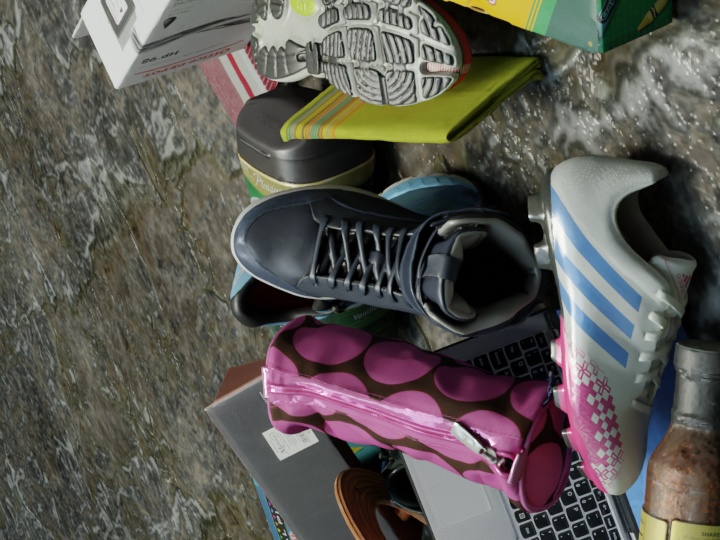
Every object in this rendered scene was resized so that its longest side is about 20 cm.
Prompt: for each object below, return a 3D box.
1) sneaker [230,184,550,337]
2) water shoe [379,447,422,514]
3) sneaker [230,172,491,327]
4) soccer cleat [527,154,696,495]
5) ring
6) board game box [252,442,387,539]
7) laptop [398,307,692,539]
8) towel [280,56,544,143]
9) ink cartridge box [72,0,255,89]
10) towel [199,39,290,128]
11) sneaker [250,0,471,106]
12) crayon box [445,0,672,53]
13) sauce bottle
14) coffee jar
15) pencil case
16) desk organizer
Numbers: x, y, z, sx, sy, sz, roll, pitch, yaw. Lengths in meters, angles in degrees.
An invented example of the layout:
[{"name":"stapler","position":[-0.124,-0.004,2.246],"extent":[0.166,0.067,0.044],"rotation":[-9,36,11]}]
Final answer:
[{"name":"sneaker","position":[0.016,-0.009,0.959],"extent":[0.146,0.201,0.078],"rotation":[-57,-24,-88]},{"name":"water shoe","position":[0.042,0.134,1.187],"extent":[0.199,0.079,0.072],"rotation":[18,127,55]},{"name":"sneaker","position":[0.000,0.000,1.070],"extent":[0.199,0.090,0.079],"rotation":[-21,105,21]},{"name":"soccer cleat","position":[0.152,0.033,0.907],"extent":[0.086,0.070,0.202],"rotation":[-7,103,23]},{"name":"ring","position":[0.055,0.218,1.150],"extent":[0.200,0.019,0.201],"rotation":[40,-168,-10]},{"name":"board game box","position":[-0.022,0.222,1.404],"extent":[0.200,0.047,0.152],"rotation":[2,113,60]},{"name":"laptop","position":[0.128,0.128,1.001],"extent":[0.116,0.199,0.189],"rotation":[-65,-46,-82]},{"name":"towel","position":[0.028,-0.106,1.017],"extent":[0.199,0.086,0.018],"rotation":[10,137,57]},{"name":"ink cartridge box","position":[-0.123,-0.196,1.136],"extent":[0.067,0.115,0.200],"rotation":[63,152,7]},{"name":"towel","position":[-0.087,-0.204,1.210],"extent":[0.145,0.023,0.200],"rotation":[60,150,15]},{"name":"sneaker","position":[0.010,-0.154,1.012],"extent":[0.199,0.084,0.078],"rotation":[21,119,50]},{"name":"crayon box","position":[0.081,-0.205,0.872],"extent":[0.200,0.058,0.120],"rotation":[31,137,48]},{"name":"sauce bottle","position":[0.191,0.142,0.901],"extent":[0.066,0.066,0.202],"rotation":[17,104,55]},{"name":"coffee jar","position":[-0.032,-0.033,1.178],"extent":[0.104,0.085,0.201],"rotation":[33,140,48]},{"name":"pencil case","position":[0.031,0.085,0.983],"extent":[0.199,0.094,0.092],"rotation":[12,112,28]},{"name":"desk organizer","position":[-0.031,0.154,1.242],"extent":[0.201,0.071,0.077],"rotation":[56,-163,-15]}]
